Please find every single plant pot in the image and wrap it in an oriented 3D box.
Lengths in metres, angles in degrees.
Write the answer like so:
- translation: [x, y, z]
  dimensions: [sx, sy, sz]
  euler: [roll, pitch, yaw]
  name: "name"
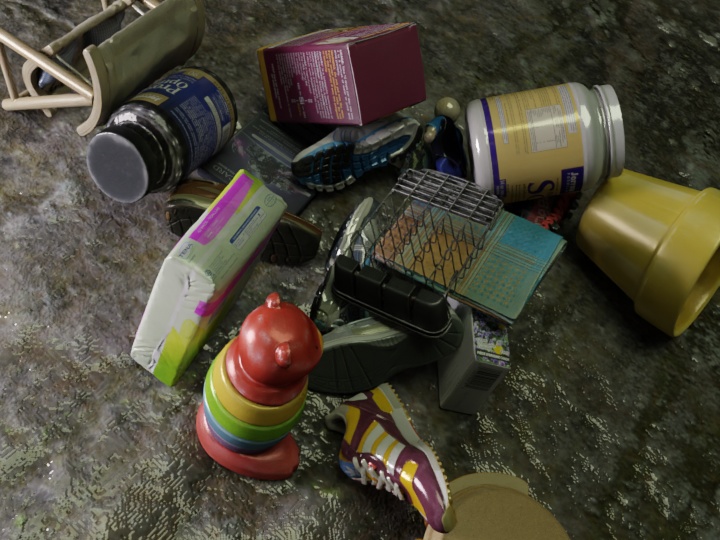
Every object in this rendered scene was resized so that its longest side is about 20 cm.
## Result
- translation: [0.415, -0.043, 1.164]
  dimensions: [0.188, 0.204, 0.199]
  euler: [35, 47, 28]
  name: "plant pot"

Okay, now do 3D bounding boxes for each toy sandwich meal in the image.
- translation: [0.137, 0.311, 0.846]
  dimensions: [0.200, 0.071, 0.209]
  euler: [10, 54, -14]
  name: "toy sandwich meal"

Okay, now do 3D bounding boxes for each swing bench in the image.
- translation: [-0.322, -0.276, 1.026]
  dimensions: [0.196, 0.132, 0.200]
  euler: [20, 46, 22]
  name: "swing bench"

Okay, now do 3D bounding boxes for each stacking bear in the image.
- translation: [-0.094, 0.107, 0.813]
  dimensions: [0.111, 0.202, 0.124]
  euler: [4, 52, -19]
  name: "stacking bear"

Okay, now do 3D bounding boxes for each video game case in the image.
- translation: [-0.110, -0.151, 1.132]
  dimensions: [0.141, 0.019, 0.201]
  euler: [34, 50, 5]
  name: "video game case"

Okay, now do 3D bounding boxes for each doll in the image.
- translation: [0.130, -0.156, 1.184]
  dimensions: [0.136, 0.048, 0.205]
  euler: [30, 49, -54]
  name: "doll"

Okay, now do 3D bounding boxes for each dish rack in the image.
- translation: [0.071, -0.032, 0.956]
  dimensions: [0.151, 0.055, 0.201]
  euler: [22, 56, 22]
  name: "dish rack"

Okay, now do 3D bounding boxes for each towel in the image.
- translation: [0.130, -0.026, 0.989]
  dimensions: [0.197, 0.022, 0.147]
  euler: [26, 58, 26]
  name: "towel"

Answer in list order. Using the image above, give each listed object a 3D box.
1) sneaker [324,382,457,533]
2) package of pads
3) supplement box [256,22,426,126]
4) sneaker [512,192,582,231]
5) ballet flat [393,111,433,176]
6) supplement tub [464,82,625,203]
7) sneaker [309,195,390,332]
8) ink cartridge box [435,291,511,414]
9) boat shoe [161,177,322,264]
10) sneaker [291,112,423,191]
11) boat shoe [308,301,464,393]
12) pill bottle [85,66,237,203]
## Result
- translation: [0.028, 0.204, 0.853]
  dimensions: [0.088, 0.076, 0.200]
  euler: [-21, 33, -11]
  name: "sneaker"
- translation: [-0.160, 0.007, 0.864]
  dimensions: [0.067, 0.201, 0.156]
  euler: [33, 47, -2]
  name: "package of pads"
- translation: [-0.027, -0.264, 1.109]
  dimensions: [0.129, 0.106, 0.198]
  euler: [-26, 26, -35]
  name: "supplement box"
- translation: [0.253, -0.086, 1.201]
  dimensions: [0.097, 0.072, 0.201]
  euler: [31, 52, 13]
  name: "sneaker"
- translation: [0.029, -0.217, 1.210]
  dimensions: [0.073, 0.075, 0.201]
  euler: [-21, 63, -34]
  name: "ballet flat"
- translation: [0.248, -0.174, 1.128]
  dimensions: [0.195, 0.147, 0.148]
  euler: [-9, 52, 6]
  name: "supplement tub"
- translation: [0.000, 0.000, 1.032]
  dimensions: [0.085, 0.078, 0.203]
  euler: [25, 57, -10]
  name: "sneaker"
- translation: [0.134, 0.058, 1.009]
  dimensions: [0.049, 0.110, 0.203]
  euler: [13, 50, -12]
  name: "ink cartridge box"
- translation: [-0.142, -0.070, 1.018]
  dimensions: [0.195, 0.076, 0.075]
  euler: [16, 45, -11]
  name: "boat shoe"
- translation: [-0.016, -0.175, 1.130]
  dimensions: [0.197, 0.076, 0.087]
  euler: [-23, 54, -26]
  name: "sneaker"
- translation: [0.019, 0.082, 0.951]
  dimensions: [0.197, 0.076, 0.065]
  euler: [-19, 34, -4]
  name: "boat shoe"
- translation: [-0.239, -0.164, 1.003]
  dimensions: [0.110, 0.113, 0.201]
  euler: [30, 37, 3]
  name: "pill bottle"
